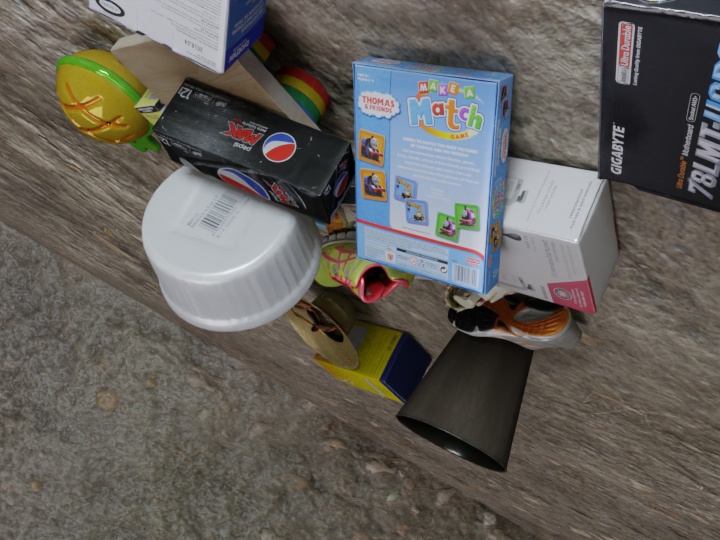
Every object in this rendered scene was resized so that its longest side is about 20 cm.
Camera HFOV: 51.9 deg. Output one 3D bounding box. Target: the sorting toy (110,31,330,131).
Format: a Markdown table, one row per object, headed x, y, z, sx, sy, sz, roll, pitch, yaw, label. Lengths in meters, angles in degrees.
| x | y | z | sx | sy | sz | roll | pitch | yaw | label |
| --- | --- | --- | --- | --- | --- | --- | --- | --- | --- |
| -0.136 | -0.203 | 0.808 | 0.199 | 0.070 | 0.199 | 8 | 152 | 45 | sorting toy |

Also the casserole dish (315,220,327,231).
| x | y | z | sx | sy | sz | roll | pitch | yaw | label |
| --- | --- | --- | --- | --- | --- | --- | --- | --- | --- |
| -0.063 | -0.116 | 0.976 | 0.121 | 0.039 | 0.200 | 21 | 159 | 23 | casserole dish |

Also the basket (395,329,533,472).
| x | y | z | sx | sy | sz | roll | pitch | yaw | label |
| --- | --- | --- | --- | --- | --- | --- | --- | --- | --- |
| 0.175 | 0.172 | 1.121 | 0.179 | 0.201 | 0.136 | 24 | 160 | 12 | basket |

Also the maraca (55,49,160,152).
| x | y | z | sx | sy | sz | roll | pitch | yaw | label |
| --- | --- | --- | --- | --- | --- | --- | --- | --- | --- |
| -0.334 | -0.219 | 0.992 | 0.137 | 0.107 | 0.200 | 26 | 161 | 6 | maraca |

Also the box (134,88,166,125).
| x | y | z | sx | sy | sz | roll | pitch | yaw | label |
| --- | --- | --- | --- | --- | --- | --- | --- | --- | --- |
| -0.193 | -0.172 | 0.963 | 0.050 | 0.076 | 0.200 | 10 | 152 | 43 | box |

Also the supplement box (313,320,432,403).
| x | y | z | sx | sy | sz | roll | pitch | yaw | label |
| --- | --- | --- | --- | --- | --- | --- | --- | --- | --- |
| 0.024 | 0.179 | 1.497 | 0.199 | 0.109 | 0.110 | 12 | 155 | 42 | supplement box |

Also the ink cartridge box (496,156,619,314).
| x | y | z | sx | sy | sz | roll | pitch | yaw | label |
| --- | --- | --- | --- | --- | --- | --- | --- | --- | --- |
| 0.155 | -0.045 | 0.774 | 0.199 | 0.083 | 0.147 | 16 | 158 | 32 | ink cartridge box |

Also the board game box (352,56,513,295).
| x | y | z | sx | sy | sz | roll | pitch | yaw | label |
| --- | --- | --- | --- | --- | --- | --- | --- | --- | --- |
| 0.063 | -0.090 | 0.699 | 0.151 | 0.037 | 0.201 | 17 | 123 | 31 | board game box |

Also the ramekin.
| x | y | z | sx | sy | sz | roll | pitch | yaw | label |
| --- | --- | --- | --- | --- | --- | --- | --- | --- | --- |
| -0.150 | -0.040 | 0.847 | 0.200 | 0.201 | 0.098 | 22 | 154 | 20 | ramekin |

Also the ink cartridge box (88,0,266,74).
| x | y | z | sx | sy | sz | roll | pitch | yaw | label |
| --- | --- | --- | --- | --- | --- | --- | --- | --- | --- |
| -0.144 | -0.253 | 0.588 | 0.136 | 0.076 | 0.200 | 28 | 139 | 6 | ink cartridge box |

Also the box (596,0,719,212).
| x | y | z | sx | sy | sz | roll | pitch | yaw | label |
| --- | --- | --- | --- | --- | --- | --- | --- | --- | --- |
| 0.267 | -0.109 | 0.509 | 0.198 | 0.050 | 0.200 | 19 | 158 | 24 | box |

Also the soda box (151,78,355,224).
| x | y | z | sx | sy | sz | roll | pitch | yaw | label |
| --- | --- | --- | --- | --- | --- | --- | --- | --- | --- |
| -0.107 | -0.122 | 0.758 | 0.199 | 0.071 | 0.063 | 23 | 162 | 16 | soda box |

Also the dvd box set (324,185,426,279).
| x | y | z | sx | sy | sz | roll | pitch | yaw | label |
| --- | --- | --- | --- | --- | --- | --- | --- | --- | --- |
| 0.031 | -0.045 | 0.970 | 0.145 | 0.030 | 0.200 | 5 | 156 | 10 | dvd box set |

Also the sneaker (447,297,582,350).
| x | y | z | sx | sy | sz | roll | pitch | yaw | label |
| --- | --- | --- | --- | --- | --- | --- | --- | --- | --- |
| 0.212 | 0.077 | 1.028 | 0.199 | 0.076 | 0.092 | 10 | 158 | 46 | sneaker |

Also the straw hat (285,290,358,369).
| x | y | z | sx | sy | sz | roll | pitch | yaw | label |
| --- | --- | --- | --- | --- | --- | --- | --- | --- | --- |
| -0.056 | 0.088 | 1.417 | 0.200 | 0.085 | 0.202 | 32 | 152 | 20 | straw hat |

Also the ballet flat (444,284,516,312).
| x | y | z | sx | sy | sz | roll | pitch | yaw | label |
| --- | --- | --- | --- | --- | --- | --- | --- | --- | --- |
| 0.163 | 0.017 | 0.945 | 0.076 | 0.064 | 0.200 | 40 | 160 | -2 | ballet flat |

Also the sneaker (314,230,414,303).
| x | y | z | sx | sy | sz | roll | pitch | yaw | label |
| --- | --- | --- | --- | --- | --- | --- | --- | --- | --- |
| 0.000 | 0.000 | 0.933 | 0.078 | 0.091 | 0.200 | 24 | 154 | -31 | sneaker |
